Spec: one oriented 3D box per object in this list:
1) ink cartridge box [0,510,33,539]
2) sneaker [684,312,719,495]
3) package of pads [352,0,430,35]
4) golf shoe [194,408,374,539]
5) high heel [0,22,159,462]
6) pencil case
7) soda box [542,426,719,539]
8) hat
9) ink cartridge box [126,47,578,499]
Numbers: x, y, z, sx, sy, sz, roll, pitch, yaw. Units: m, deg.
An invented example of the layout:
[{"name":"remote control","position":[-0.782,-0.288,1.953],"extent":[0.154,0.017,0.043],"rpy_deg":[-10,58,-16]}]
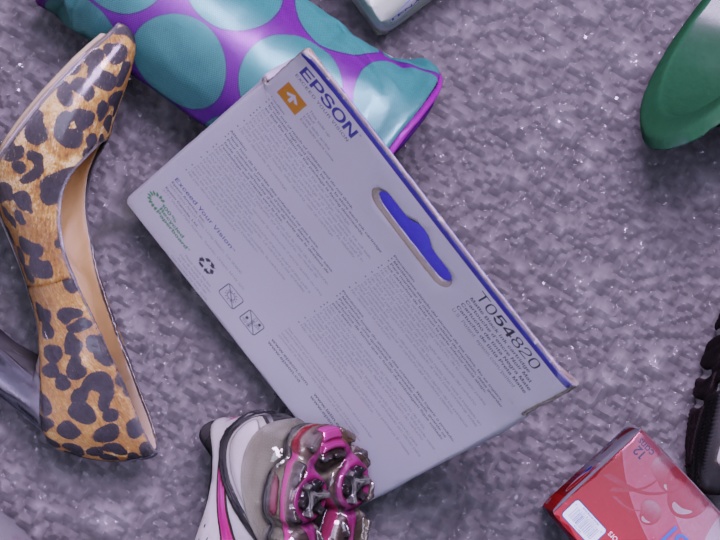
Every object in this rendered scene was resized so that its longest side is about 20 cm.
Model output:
[{"name":"ink cartridge box","position":[-0.208,0.186,1.269],"extent":[0.200,0.145,0.145],"rpy_deg":[41,87,2]},{"name":"sneaker","position":[0.240,0.029,1.325],"extent":[0.115,0.076,0.201],"rpy_deg":[19,86,-3]},{"name":"package of pads","position":[0.014,-0.244,1.336],"extent":[0.154,0.068,0.200],"rpy_deg":[-36,89,-3]},{"name":"golf shoe","position":[-0.046,0.168,1.321],"extent":[0.092,0.073,0.201],"rpy_deg":[9,98,39]},{"name":"high heel","position":[-0.121,-0.009,1.307],"extent":[0.142,0.071,0.200],"rpy_deg":[34,108,6]},{"name":"pencil case","position":[-0.060,-0.116,1.319],"extent":[0.200,0.085,0.092],"rpy_deg":[34,52,2]},{"name":"soda box","position":[0.180,0.170,1.316],"extent":[0.063,0.070,0.200],"rpy_deg":[-42,88,-3]},{"name":"hat","position":[0.266,-0.088,1.304],"extent":[0.176,0.166,0.200],"rpy_deg":[38,108,-14]},{"name":"ink cartridge box","position":[0.000,0.000,1.258],"extent":[0.041,0.200,0.200],"rpy_deg":[-40,94,-35]}]
